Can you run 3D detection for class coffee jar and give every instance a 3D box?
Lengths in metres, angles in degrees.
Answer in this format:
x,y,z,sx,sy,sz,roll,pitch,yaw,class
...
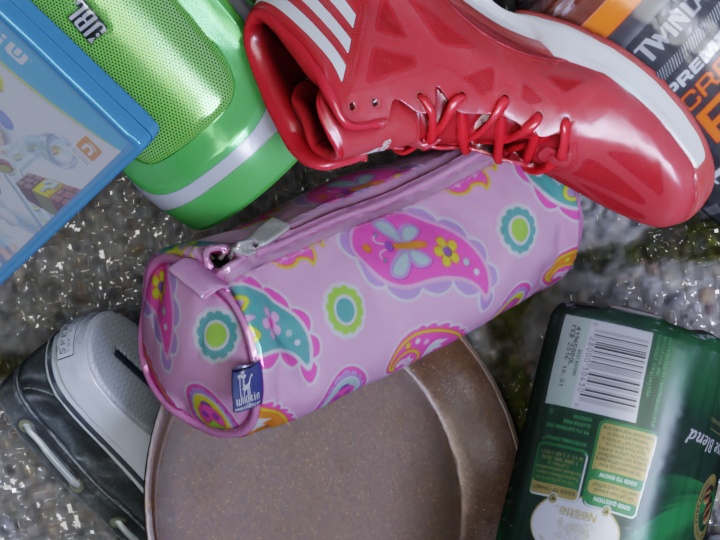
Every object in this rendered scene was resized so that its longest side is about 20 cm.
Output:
x,y,z,sx,sy,sz,roll,pitch,yaw,class
0.101,0.120,1.215,0.085,0.104,0.201,13,84,18,coffee jar

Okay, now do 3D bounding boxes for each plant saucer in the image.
x,y,z,sx,sy,sz,roll,pitch,yaw,class
-0.015,0.102,1.226,0.199,0.034,0.202,5,81,-35,plant saucer

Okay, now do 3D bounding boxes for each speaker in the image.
x,y,z,sx,sy,sz,roll,pitch,yaw,class
-0.104,-0.114,1.154,0.088,0.088,0.200,-39,105,6,speaker

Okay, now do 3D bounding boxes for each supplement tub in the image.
x,y,z,sx,sy,sz,roll,pitch,yaw,class
0.139,-0.099,1.199,0.200,0.107,0.107,40,97,-7,supplement tub

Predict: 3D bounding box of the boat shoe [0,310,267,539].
x,y,z,sx,sy,sz,roll,pitch,yaw,class
-0.078,0.099,1.255,0.071,0.072,0.200,-25,113,36,boat shoe

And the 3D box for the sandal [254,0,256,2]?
x,y,z,sx,sy,sz,roll,pitch,yaw,class
-0.073,-0.174,1.201,0.079,0.059,0.208,3,115,7,sandal

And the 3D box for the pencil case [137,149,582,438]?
x,y,z,sx,sy,sz,roll,pitch,yaw,class
0.000,0.000,1.179,0.199,0.087,0.088,-23,103,-36,pencil case

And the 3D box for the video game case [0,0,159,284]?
x,y,z,sx,sy,sz,roll,pitch,yaw,class
-0.184,-0.060,1.181,0.143,0.018,0.200,44,138,-7,video game case

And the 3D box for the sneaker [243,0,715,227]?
x,y,z,sx,sy,sz,roll,pitch,yaw,class
0.038,-0.056,1.140,0.199,0.116,0.078,33,143,6,sneaker

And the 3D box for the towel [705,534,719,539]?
x,y,z,sx,sy,sz,roll,pitch,yaw,class
0.202,0.233,1.246,0.165,0.086,0.201,14,97,2,towel
